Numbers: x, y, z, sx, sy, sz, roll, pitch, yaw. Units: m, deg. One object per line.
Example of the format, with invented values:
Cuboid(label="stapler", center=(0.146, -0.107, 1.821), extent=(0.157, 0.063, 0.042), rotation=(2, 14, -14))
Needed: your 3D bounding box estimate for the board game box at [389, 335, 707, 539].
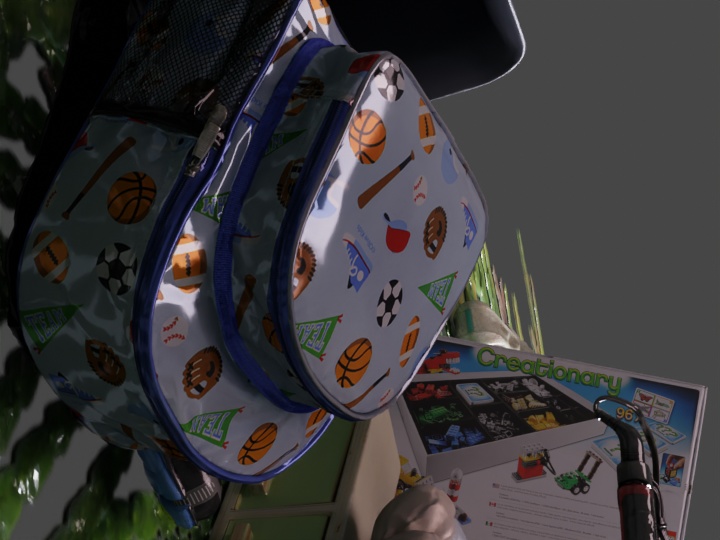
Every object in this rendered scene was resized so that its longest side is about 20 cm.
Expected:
Cuboid(label="board game box", center=(0.108, 0.117, 1.158), extent=(0.035, 0.200, 0.126), rotation=(88, 13, -80))

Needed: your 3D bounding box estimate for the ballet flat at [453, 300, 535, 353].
Cuboid(label="ballet flat", center=(0.134, 0.072, 1.799), extent=(0.200, 0.067, 0.062), rotation=(48, 28, -69))

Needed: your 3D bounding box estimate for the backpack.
Cuboid(label="backpack", center=(-0.047, -0.008, 0.771), extent=(0.191, 0.154, 0.200), rotation=(-58, 139, -16))

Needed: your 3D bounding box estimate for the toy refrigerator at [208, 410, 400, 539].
Cuboid(label="toy refrigerator", center=(-0.032, 0.139, 1.006), extent=(0.200, 0.076, 0.070), rotation=(-72, 154, -59))

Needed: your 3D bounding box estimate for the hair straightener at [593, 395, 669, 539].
Cuboid(label="hair straightener", center=(0.153, 0.167, 1.019), extent=(0.077, 0.041, 0.200), rotation=(-15, 95, -76))

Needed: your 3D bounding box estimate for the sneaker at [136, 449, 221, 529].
Cuboid(label="sneaker", center=(-0.063, 0.041, 0.893), extent=(0.200, 0.083, 0.071), rotation=(-75, 156, -53))

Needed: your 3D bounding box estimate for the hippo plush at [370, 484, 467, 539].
Cuboid(label="hippo plush", center=(0.076, 0.213, 0.916), extent=(0.159, 0.160, 0.200), rotation=(64, 34, -71))

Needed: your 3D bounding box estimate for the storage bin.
Cuboid(label="storage bin", center=(-0.032, -0.150, 0.899), extent=(0.146, 0.200, 0.135), rotation=(55, 23, -65))
